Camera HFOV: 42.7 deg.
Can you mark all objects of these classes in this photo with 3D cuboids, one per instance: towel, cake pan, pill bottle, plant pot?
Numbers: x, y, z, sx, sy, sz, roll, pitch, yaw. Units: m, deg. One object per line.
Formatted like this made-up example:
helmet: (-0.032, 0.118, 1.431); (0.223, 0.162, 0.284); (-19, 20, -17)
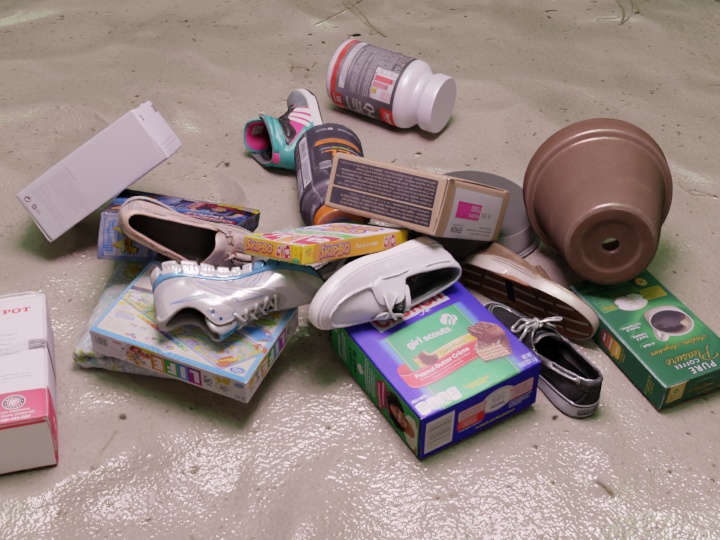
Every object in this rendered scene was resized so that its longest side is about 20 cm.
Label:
towel: (-0.229, 0.058, 1.129); (0.199, 0.048, 0.172); (7, 39, 4)
cake pan: (0.167, -0.083, 1.338); (0.199, 0.037, 0.201); (2, 40, -2)
pill bottle: (0.052, -0.306, 1.541); (0.199, 0.116, 0.116); (23, 43, 23)
pill bottle: (-0.037, -0.116, 1.309); (0.106, 0.107, 0.201); (-2, 40, -7)
plant pot: (0.312, -0.072, 1.191); (0.199, 0.201, 0.175); (7, 32, 4)

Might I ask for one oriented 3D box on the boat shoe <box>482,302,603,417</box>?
boat shoe: (0.212, 0.089, 1.106); (0.073, 0.068, 0.199); (-17, 43, -23)

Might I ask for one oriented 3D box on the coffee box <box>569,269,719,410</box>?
coffee box: (0.361, 0.079, 1.149); (0.122, 0.044, 0.200); (-14, 42, -21)

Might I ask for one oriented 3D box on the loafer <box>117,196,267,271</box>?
loafer: (-0.191, -0.028, 1.088); (0.199, 0.072, 0.063); (21, 6, -16)

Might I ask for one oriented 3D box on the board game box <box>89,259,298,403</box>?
board game box: (-0.189, 0.066, 1.063); (0.199, 0.034, 0.135); (17, 43, 15)

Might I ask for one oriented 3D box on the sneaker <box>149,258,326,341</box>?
sneaker: (-0.135, 0.040, 1.029); (0.199, 0.075, 0.087); (-3, 54, -4)

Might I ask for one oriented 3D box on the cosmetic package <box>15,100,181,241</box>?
cosmetic package: (-0.347, -0.136, 1.235); (0.199, 0.081, 0.113); (-32, 15, 10)

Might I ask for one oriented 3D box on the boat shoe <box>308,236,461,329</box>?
boat shoe: (0.033, 0.025, 1.060); (0.199, 0.072, 0.068); (-20, 42, -36)

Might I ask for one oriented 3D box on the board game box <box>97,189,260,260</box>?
board game box: (-0.249, -0.052, 1.186); (0.199, 0.062, 0.200); (9, 13, 6)

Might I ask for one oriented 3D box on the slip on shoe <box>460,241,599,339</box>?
slip on shoe: (0.224, 0.021, 1.188); (0.199, 0.076, 0.061); (25, 55, 35)

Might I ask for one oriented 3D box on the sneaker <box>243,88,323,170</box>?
sneaker: (-0.127, -0.226, 1.462); (0.120, 0.084, 0.201); (2, 39, -18)

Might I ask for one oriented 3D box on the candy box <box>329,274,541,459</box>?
candy box: (0.083, 0.099, 1.077); (0.168, 0.077, 0.200); (-21, 44, -24)

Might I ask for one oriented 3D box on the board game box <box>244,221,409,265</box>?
board game box: (-0.031, -0.035, 1.078); (0.095, 0.030, 0.199); (11, 12, 40)

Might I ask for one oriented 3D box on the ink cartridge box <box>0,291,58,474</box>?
ink cartridge box: (-0.411, 0.124, 1.005); (0.145, 0.085, 0.200); (-8, 42, -14)

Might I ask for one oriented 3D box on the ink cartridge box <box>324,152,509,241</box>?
ink cartridge box: (0.076, -0.092, 1.185); (0.164, 0.076, 0.200); (18, 8, 30)

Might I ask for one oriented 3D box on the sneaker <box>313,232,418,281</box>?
sneaker: (0.000, 0.000, 1.201); (0.115, 0.076, 0.200); (-14, -2, 37)
